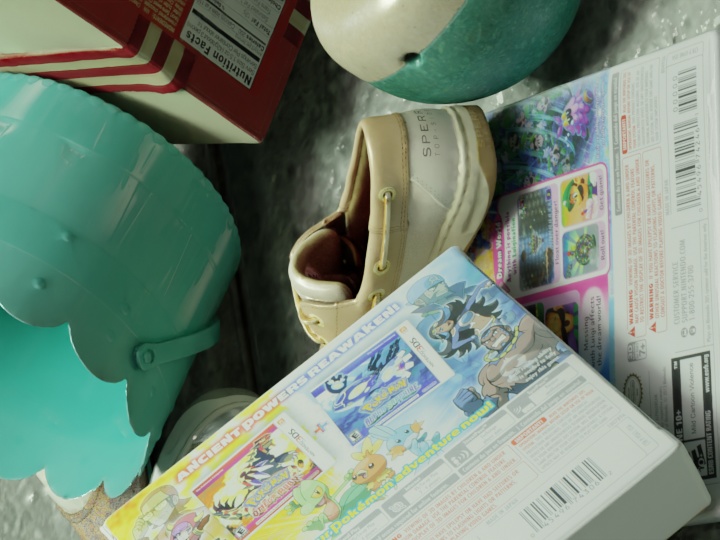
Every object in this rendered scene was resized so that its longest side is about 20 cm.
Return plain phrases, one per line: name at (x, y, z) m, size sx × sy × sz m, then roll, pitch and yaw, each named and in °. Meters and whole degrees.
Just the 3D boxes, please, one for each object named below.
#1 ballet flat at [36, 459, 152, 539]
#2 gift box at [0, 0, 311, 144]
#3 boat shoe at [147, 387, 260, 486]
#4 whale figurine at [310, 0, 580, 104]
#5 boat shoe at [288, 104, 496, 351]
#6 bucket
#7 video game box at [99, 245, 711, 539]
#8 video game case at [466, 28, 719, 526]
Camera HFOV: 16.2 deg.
ballet flat at (-0.159, 0.077, 1.408) m, size 0.068 × 0.067 × 0.200 m, roll -34°, pitch 56°, yaw 48°
gift box at (-0.125, -0.177, 1.302) m, size 0.187 × 0.185 × 0.200 m, roll 1°, pitch 60°, yaw 46°
boat shoe at (-0.087, 0.160, 1.283) m, size 0.065 × 0.074 × 0.202 m, roll 42°, pitch 110°, yaw 55°
whale figurine at (0.054, -0.162, 1.148) m, size 0.159 × 0.104 × 0.200 m, roll -37°, pitch 29°, yaw 46°
boat shoe at (0.000, 0.000, 1.167) m, size 0.074 × 0.069 × 0.200 m, roll -106°, pitch 28°, yaw -45°
bucket at (-0.167, 0.007, 1.292) m, size 0.207 × 0.207 × 0.135 m, roll -17°, pitch 37°, yaw 53°
video game box at (0.013, 0.100, 1.035) m, size 0.200 × 0.047 × 0.182 m, roll -38°, pitch 41°, yaw -6°
video game case at (0.102, 0.014, 1.083) m, size 0.182 × 0.024 × 0.200 m, roll -17°, pitch 70°, yaw 53°
